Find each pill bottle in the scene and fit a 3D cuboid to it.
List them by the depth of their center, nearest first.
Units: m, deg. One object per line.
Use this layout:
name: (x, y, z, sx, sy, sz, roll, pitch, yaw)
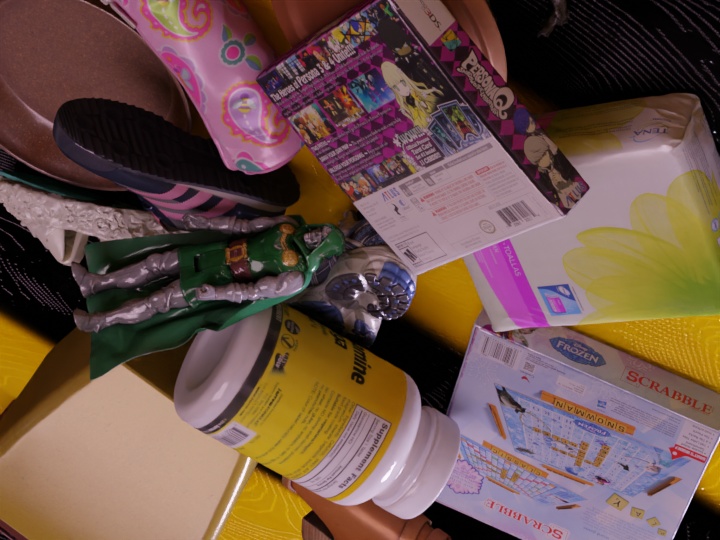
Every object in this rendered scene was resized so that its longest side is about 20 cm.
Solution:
pill bottle: (-0.029, 0.104, 1.651, 0.200, 0.113, 0.112, 30, 137, -20)

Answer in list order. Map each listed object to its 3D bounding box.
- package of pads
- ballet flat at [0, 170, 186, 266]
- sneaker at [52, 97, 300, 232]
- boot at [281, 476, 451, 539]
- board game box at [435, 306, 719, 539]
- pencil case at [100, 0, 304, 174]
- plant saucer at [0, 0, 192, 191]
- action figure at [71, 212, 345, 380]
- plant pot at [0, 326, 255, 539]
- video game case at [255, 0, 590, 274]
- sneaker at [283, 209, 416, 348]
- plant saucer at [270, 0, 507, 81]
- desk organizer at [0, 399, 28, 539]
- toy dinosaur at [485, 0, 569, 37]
package of pads: (0.159, -0.040, 1.532, 0.199, 0.068, 0.155, -6, 126, 30)
ballet flat: (-0.201, -0.029, 1.715, 0.199, 0.072, 0.072, 13, 132, 17)
sneaker: (-0.144, -0.062, 1.608, 0.199, 0.070, 0.082, 19, 134, -31)
boot: (0.018, 0.201, 1.775, 0.155, 0.077, 0.200, 29, 142, 26)
board game box: (0.161, 0.136, 1.697, 0.199, 0.041, 0.200, 24, 134, 8)
pencil case: (-0.109, -0.161, 1.553, 0.087, 0.088, 0.200, -18, 120, 37)
plant saucer: (-0.212, -0.143, 1.644, 0.200, 0.037, 0.201, 15, 141, 12)
action figure: (-0.106, 0.000, 1.582, 0.199, 0.119, 0.055, -15, 148, 8)
plant pot: (-0.161, 0.121, 1.757, 0.200, 0.200, 0.176, 37, 124, -6)
video game case: (0.036, -0.091, 1.460, 0.181, 0.036, 0.200, 50, 152, -9)
sneaker: (0.000, 0.000, 1.648, 0.077, 0.085, 0.200, 27, 159, -16)
plant saucer: (0.008, -0.165, 1.477, 0.200, 0.037, 0.200, 33, 151, 21)
desk organizer: (-0.258, 0.211, 1.956, 0.200, 0.072, 0.077, 38, 132, -7)
toy dinosaur: (0.096, -0.194, 1.452, 0.199, 0.047, 0.088, 5, 122, 20)
